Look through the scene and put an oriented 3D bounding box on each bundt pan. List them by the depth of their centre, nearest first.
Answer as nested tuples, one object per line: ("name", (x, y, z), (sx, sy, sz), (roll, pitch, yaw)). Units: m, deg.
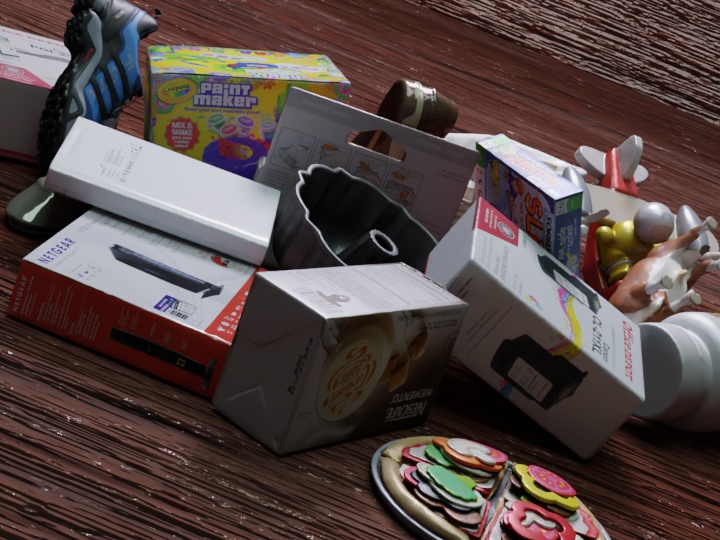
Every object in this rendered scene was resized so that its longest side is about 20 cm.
("bundt pan", (0.000, 0.000, 1.512), (0.201, 0.076, 0.203), (33, 26, -18))

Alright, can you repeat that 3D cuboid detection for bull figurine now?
("bull figurine", (0.300, 0.027, 1.693), (0.065, 0.121, 0.200), (47, 48, -8))

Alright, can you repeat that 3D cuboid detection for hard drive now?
("hard drive", (-0.172, -0.072, 1.483), (0.198, 0.027, 0.132), (20, 24, -6))

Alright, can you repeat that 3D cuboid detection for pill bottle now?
("pill bottle", (0.334, 0.098, 1.607), (0.198, 0.116, 0.114), (4, 24, -43))

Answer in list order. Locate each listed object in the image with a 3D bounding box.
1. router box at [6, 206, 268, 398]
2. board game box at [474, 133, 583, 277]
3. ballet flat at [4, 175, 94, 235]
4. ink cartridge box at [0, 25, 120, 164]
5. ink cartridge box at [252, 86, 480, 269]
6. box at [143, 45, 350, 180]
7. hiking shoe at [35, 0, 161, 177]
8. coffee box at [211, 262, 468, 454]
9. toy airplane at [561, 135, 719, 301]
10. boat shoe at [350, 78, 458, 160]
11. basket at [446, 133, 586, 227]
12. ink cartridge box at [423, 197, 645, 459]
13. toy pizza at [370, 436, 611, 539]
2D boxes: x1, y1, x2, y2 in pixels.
("router box", (-0.170, 0.020, 1.361), (0.178, 0.049, 0.200), (22, 17, 2))
("board game box", (0.158, -0.012, 1.593), (0.034, 0.202, 0.135), (-17, 34, -24))
("ballet flat", (-0.251, -0.077, 1.533), (0.067, 0.064, 0.199), (28, 19, 23))
("ink cartridge box", (-0.341, -0.180, 1.704), (0.144, 0.086, 0.200), (12, 18, -27))
("ink cartridge box", (-0.005, -0.070, 1.609), (0.198, 0.178, 0.045), (18, 17, -9))
("box", (-0.123, -0.155, 1.715), (0.197, 0.124, 0.193), (2, 14, -9))
("hiking shoe", (-0.249, -0.168, 1.592), (0.086, 0.203, 0.074), (17, -4, -26))
("coffee box", (-0.012, 0.064, 1.307), (0.079, 0.116, 0.199), (30, 18, 30))
("toy airplane", (0.296, -0.055, 1.830), (0.199, 0.201, 0.141), (-35, 8, -29))
("boat shoe", (0.037, -0.111, 1.654), (0.074, 0.202, 0.076), (10, 62, -19))
("basket", (0.143, -0.076, 1.877), (0.135, 0.125, 0.199), (26, 18, 31))
("ink cartridge box", (0.152, 0.049, 1.468), (0.199, 0.083, 0.146), (38, 23, -10))
("toy pizza", (0.103, 0.172, 1.256), (0.198, 0.032, 0.200), (19, 18, -6))
